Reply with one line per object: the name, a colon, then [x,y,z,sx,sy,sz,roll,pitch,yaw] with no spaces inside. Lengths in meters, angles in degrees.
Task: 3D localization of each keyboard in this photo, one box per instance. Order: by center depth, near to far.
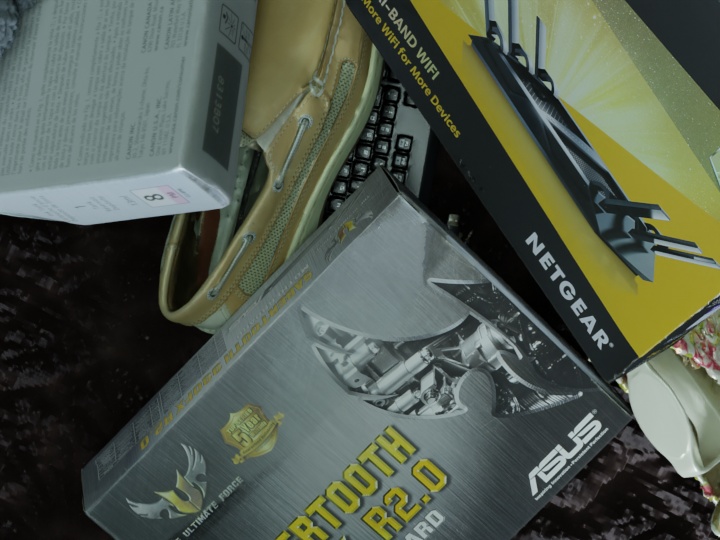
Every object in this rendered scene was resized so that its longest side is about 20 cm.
keyboard: [0.000,0.000,0.960,0.103,0.040,0.202,10,96,2]

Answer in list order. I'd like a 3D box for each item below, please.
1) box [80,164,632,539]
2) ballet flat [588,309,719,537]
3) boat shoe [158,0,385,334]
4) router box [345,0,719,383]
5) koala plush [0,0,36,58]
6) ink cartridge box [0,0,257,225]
box: [-0.002,0.078,0.935,0.200,0.048,0.158,-44,111,6]
ballet flat: [0.164,0.081,0.932,0.200,0.064,0.075,48,135,-14]
boat shoe: [-0.043,-0.067,0.922,0.071,0.076,0.202,19,100,34]
router box: [0.100,-0.080,0.823,0.201,0.052,0.157,55,137,11]
koala plush: [-0.248,-0.151,0.871,0.198,0.177,0.186,3,80,23]
ink cartridge box: [-0.142,-0.100,0.919,0.198,0.057,0.164,-7,65,29]
